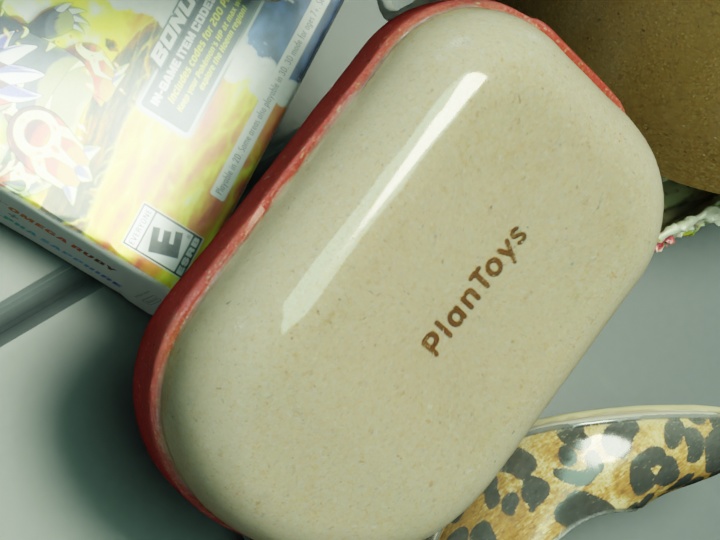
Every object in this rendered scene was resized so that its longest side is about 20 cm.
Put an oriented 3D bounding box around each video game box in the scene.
[{"bbox_3d":[-0.099,-0.115,0.989,0.182,0.047,0.200,30,73,-13],"label":"video game box"}]

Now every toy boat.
[{"bbox_3d":[0.000,0.000,0.961,0.131,0.131,0.200,43,80,-29],"label":"toy boat"}]

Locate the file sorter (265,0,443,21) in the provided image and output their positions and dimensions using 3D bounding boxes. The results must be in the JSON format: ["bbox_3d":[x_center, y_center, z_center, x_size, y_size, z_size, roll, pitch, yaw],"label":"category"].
[{"bbox_3d":[-0.053,-0.165,0.921,0.200,0.125,0.139,6,79,-21],"label":"file sorter"}]

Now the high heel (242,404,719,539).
[{"bbox_3d":[0.062,0.128,0.998,0.200,0.071,0.143,-13,81,-6],"label":"high heel"}]

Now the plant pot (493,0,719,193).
[{"bbox_3d":[0.156,-0.156,0.977,0.186,0.200,0.186,5,57,-8],"label":"plant pot"}]

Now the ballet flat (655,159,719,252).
[{"bbox_3d":[0.088,-0.033,1.039,0.200,0.064,0.076,-27,93,-22],"label":"ballet flat"}]
